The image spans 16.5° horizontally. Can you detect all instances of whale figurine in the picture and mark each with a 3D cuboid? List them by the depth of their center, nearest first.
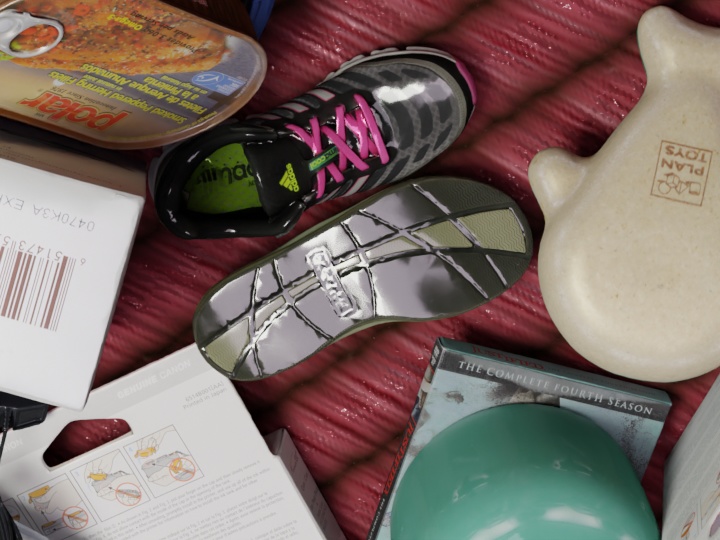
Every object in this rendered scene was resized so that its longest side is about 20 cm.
[{"bbox_3d":[0.170,-0.039,1.365,0.158,0.104,0.202,11,87,3],"label":"whale figurine"}]

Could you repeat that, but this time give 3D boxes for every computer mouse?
[{"bbox_3d":[-0.204,0.099,1.424,0.058,0.202,0.034,10,156,-9],"label":"computer mouse"}]

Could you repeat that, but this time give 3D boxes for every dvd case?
[{"bbox_3d":[0.082,0.145,1.455,0.145,0.022,0.201,14,111,-13],"label":"dvd case"}]

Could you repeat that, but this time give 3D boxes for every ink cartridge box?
[{"bbox_3d":[0.220,0.093,1.339,0.047,0.200,0.161,27,112,-5],"label":"ink cartridge box"},{"bbox_3d":[-0.131,0.144,1.483,0.199,0.045,0.177,-24,107,14],"label":"ink cartridge box"}]

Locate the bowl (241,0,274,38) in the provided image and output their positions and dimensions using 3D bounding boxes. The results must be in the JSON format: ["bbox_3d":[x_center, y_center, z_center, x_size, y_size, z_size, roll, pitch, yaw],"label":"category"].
[{"bbox_3d":[-0.143,-0.176,1.368,0.199,0.039,0.202,2,110,6],"label":"bowl"}]

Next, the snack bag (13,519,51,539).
[{"bbox_3d":[-0.247,0.216,1.482,0.188,0.021,0.200,29,123,-11],"label":"snack bag"}]

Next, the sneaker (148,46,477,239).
[{"bbox_3d":[-0.030,-0.062,1.370,0.198,0.088,0.074,-18,107,11],"label":"sneaker"}]

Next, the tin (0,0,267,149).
[{"bbox_3d":[-0.132,-0.115,1.279,0.112,0.199,0.042,-37,62,23],"label":"tin"}]

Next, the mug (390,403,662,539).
[{"bbox_3d":[0.101,0.182,1.399,0.151,0.115,0.186,-19,115,2],"label":"mug"}]

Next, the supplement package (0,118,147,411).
[{"bbox_3d":[-0.183,-0.011,1.332,0.116,0.200,0.118,15,96,-7],"label":"supplement package"}]

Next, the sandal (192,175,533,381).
[{"bbox_3d":[-0.001,-0.001,1.405,0.199,0.057,0.080,-19,98,6],"label":"sandal"}]
